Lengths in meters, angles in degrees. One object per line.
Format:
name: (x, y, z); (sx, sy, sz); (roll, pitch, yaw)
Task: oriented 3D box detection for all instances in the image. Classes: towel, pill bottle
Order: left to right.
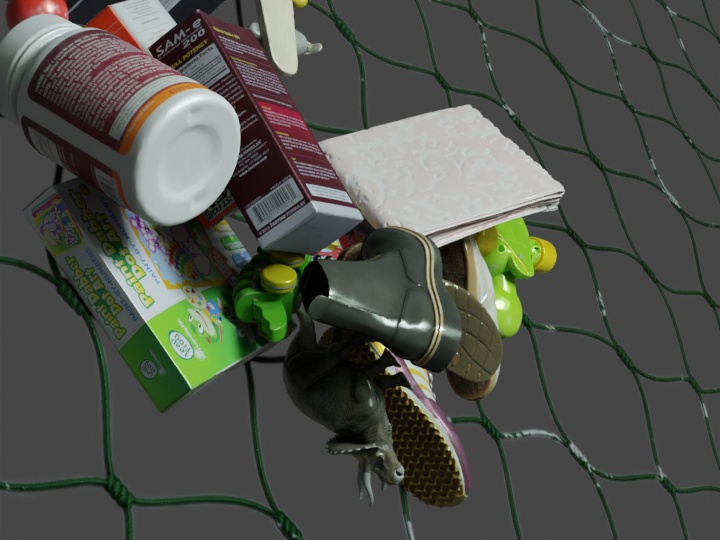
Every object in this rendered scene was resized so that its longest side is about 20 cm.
pill bottle: (-0.201, -0.125, 1.492); (0.200, 0.115, 0.114); (32, 14, 34)
towel: (0.076, -0.093, 1.875); (0.190, 0.032, 0.200); (-16, 38, -21)

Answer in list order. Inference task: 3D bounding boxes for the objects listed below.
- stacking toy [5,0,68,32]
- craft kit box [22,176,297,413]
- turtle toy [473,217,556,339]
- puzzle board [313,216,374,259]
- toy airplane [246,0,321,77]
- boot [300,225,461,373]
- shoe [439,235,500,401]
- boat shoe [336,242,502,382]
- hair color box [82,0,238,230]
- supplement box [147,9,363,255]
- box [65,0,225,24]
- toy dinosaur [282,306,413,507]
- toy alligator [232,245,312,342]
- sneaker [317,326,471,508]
stacking toy: (-0.304, -0.289, 1.638); (0.085, 0.085, 0.201); (3, 60, -56)
craft kit box: (-0.163, 0.001, 1.563); (0.200, 0.048, 0.197); (55, 30, 3)
turtle toy: (0.127, -0.020, 1.969); (0.145, 0.101, 0.201); (16, 46, -47)
puzzle board: (0.000, -0.025, 1.871); (0.200, 0.017, 0.151); (17, 45, -49)
toy airplane: (-0.090, -0.323, 1.973); (0.199, 0.141, 0.200); (41, 65, -1)
boot: (0.000, 0.000, 1.620); (0.138, 0.078, 0.200); (20, 18, -24)
shoe: (0.100, 0.031, 1.882); (0.053, 0.070, 0.201); (-9, 87, -61)
boat shoe: (0.057, 0.036, 1.801); (0.200, 0.072, 0.067); (38, -10, -26)
hair color box: (-0.158, -0.140, 1.620); (0.200, 0.061, 0.101); (52, 22, -1)
supplement box: (-0.086, -0.113, 1.550); (0.201, 0.061, 0.109); (60, 17, 13)
box: (-0.230, -0.331, 1.768); (0.200, 0.104, 0.183); (-5, 61, -59)
toy dinosaur: (-0.022, 0.096, 1.625); (0.200, 0.102, 0.077); (47, -6, 18)
toy alligator: (-0.074, 0.000, 1.605); (0.054, 0.060, 0.200); (9, 33, 4)
sneaker: (0.047, 0.121, 1.715); (0.200, 0.075, 0.090); (56, 33, 3)
